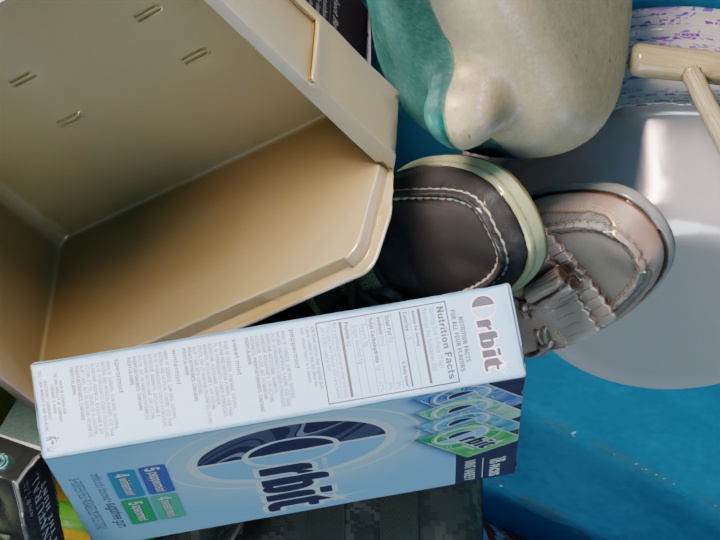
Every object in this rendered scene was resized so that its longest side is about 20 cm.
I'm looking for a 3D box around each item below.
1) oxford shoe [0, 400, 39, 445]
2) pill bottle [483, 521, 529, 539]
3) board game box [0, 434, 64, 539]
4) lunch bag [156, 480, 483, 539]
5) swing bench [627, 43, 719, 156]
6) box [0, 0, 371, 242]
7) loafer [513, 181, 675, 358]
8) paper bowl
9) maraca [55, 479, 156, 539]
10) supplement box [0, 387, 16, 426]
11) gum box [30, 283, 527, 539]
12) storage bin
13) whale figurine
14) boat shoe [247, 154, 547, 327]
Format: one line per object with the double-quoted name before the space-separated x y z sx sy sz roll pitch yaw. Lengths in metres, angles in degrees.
"oxford shoe" -0.181 0.047 1.396 0.075 0.058 0.200 4 157 -11
"pill bottle" 0.073 0.208 1.524 0.199 0.116 0.116 24 137 -23
"board game box" -0.186 0.143 1.171 0.134 0.028 0.201 13 132 23
"lunch bag" -0.035 0.099 1.358 0.198 0.165 0.118 0 147 4
"swing bench" 0.235 -0.118 1.058 0.198 0.130 0.200 -10 144 -15
"box" -0.105 -0.113 1.148 0.147 0.105 0.200 -17 137 23
"loafer" 0.059 0.017 1.184 0.072 0.063 0.199 52 144 -13
"paper bowl" 0.146 -0.021 1.246 0.199 0.105 0.201 2 142 1
"maraca" -0.190 0.143 1.266 0.198 0.108 0.138 0 145 3
"supplement box" -0.283 0.001 1.229 0.199 0.133 0.198 -14 115 21
"gum box" -0.031 0.065 1.138 0.198 0.045 0.170 -9 162 -1
"storage bin" -0.117 -0.058 1.058 0.198 0.094 0.200 -23 134 30
"whale figurine" 0.035 -0.125 1.090 0.103 0.160 0.200 -2 161 32
"boat shoe" -0.001 -0.001 1.147 0.200 0.066 0.072 -8 109 53
